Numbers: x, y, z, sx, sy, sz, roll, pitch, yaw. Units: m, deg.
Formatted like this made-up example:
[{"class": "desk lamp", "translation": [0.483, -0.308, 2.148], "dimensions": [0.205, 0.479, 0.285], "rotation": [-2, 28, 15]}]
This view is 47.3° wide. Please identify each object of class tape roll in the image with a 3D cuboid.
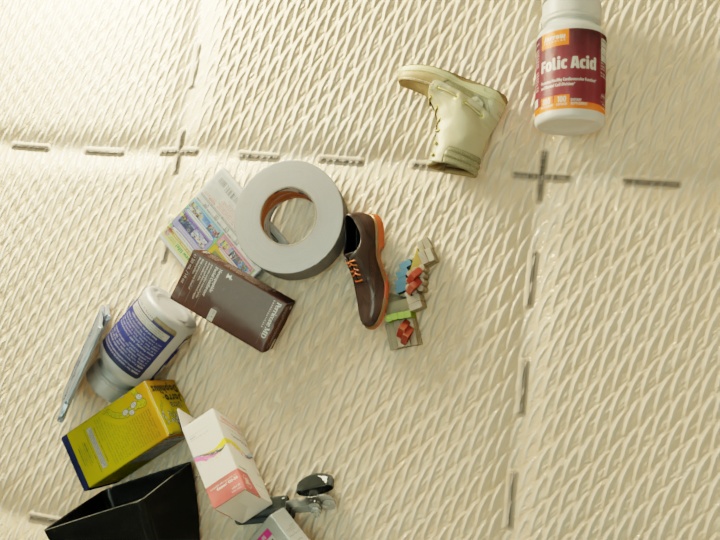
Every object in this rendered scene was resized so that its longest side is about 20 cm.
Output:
[{"class": "tape roll", "translation": [-0.120, -0.088, 1.452], "dimensions": [0.196, 0.066, 0.204], "rotation": [-2, 77, 9]}]

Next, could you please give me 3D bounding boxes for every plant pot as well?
[{"class": "plant pot", "translation": [-0.388, 0.472, 1.429], "dimensions": [0.197, 0.200, 0.180], "rotation": [-20, 89, 13]}]

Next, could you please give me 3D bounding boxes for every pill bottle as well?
[{"class": "pill bottle", "translation": [0.340, -0.330, 1.329], "dimensions": [0.112, 0.114, 0.204], "rotation": [1, 84, 17]}, {"class": "pill bottle", "translation": [-0.404, 0.140, 1.499], "dimensions": [0.120, 0.120, 0.200], "rotation": [44, 97, 16]}]

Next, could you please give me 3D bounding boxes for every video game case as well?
[{"class": "video game case", "translation": [-0.255, -0.057, 1.528], "dimensions": [0.182, 0.022, 0.200], "rotation": [-44, 75, 8]}]

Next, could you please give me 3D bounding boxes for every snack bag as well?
[{"class": "snack bag", "translation": [-0.502, 0.163, 1.502], "dimensions": [0.021, 0.200, 0.191], "rotation": [24, 90, -18]}]

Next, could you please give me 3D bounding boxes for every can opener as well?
[{"class": "can opener", "translation": [-0.133, 0.404, 1.433], "dimensions": [0.197, 0.053, 0.067], "rotation": [-14, 46, 13]}]

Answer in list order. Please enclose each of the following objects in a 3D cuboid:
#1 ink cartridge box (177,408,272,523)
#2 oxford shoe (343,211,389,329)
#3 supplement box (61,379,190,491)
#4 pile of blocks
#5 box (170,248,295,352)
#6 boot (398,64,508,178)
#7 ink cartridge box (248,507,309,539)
[{"class": "ink cartridge box", "translation": [-0.235, 0.318, 1.412], "dimensions": [0.067, 0.117, 0.201], "rotation": [-32, 58, 1]}, {"class": "oxford shoe", "translation": [0.000, 0.000, 1.407], "dimensions": [0.071, 0.072, 0.204], "rotation": [-18, 72, 45]}, {"class": "supplement box", "translation": [-0.418, 0.296, 1.492], "dimensions": [0.198, 0.109, 0.111], "rotation": [-33, 76, 10]}, {"class": "pile of blocks", "translation": [0.078, 0.038, 1.395], "dimensions": [0.081, 0.062, 0.204], "rotation": [11, 87, 17]}, {"class": "box", "translation": [-0.227, 0.053, 1.462], "dimensions": [0.198, 0.075, 0.101], "rotation": [28, 95, 6]}, {"class": "boot", "translation": [0.134, -0.254, 1.404], "dimensions": [0.197, 0.073, 0.158], "rotation": [22, 88, 12]}, {"class": "ink cartridge box", "translation": [-0.141, 0.535, 1.392], "dimensions": [0.174, 0.043, 0.201], "rotation": [46, 114, 17]}]
